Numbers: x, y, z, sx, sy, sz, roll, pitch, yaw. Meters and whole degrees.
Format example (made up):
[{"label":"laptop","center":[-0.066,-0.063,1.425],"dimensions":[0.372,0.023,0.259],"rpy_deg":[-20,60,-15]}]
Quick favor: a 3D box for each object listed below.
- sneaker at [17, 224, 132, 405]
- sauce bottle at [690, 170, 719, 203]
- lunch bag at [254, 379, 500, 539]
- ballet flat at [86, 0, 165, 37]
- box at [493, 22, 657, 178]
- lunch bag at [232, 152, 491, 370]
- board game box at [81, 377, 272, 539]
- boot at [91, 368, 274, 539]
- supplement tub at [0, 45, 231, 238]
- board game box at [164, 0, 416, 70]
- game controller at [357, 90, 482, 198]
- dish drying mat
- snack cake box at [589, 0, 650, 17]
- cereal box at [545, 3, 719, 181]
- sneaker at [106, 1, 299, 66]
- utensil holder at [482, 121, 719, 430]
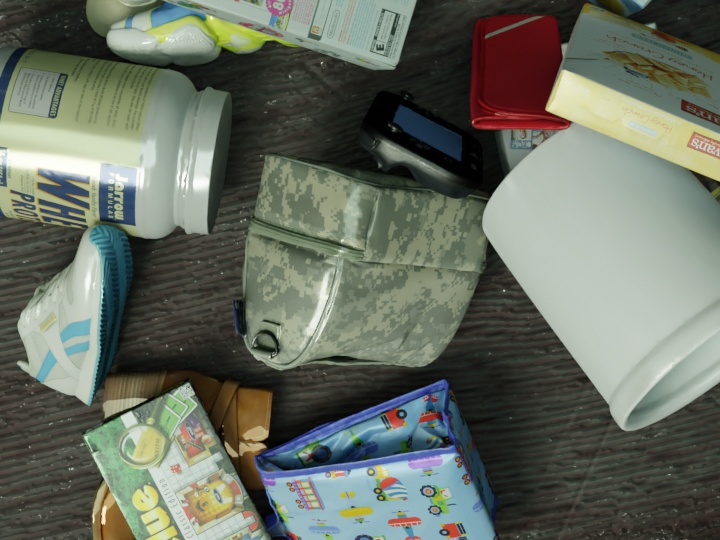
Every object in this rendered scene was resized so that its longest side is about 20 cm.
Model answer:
[{"label":"sneaker","center":[-0.246,0.036,1.062],"dimensions":[0.081,0.077,0.200],"rpy_deg":[22,132,-1]},{"label":"sauce bottle","center":[0.282,-0.046,1.065],"dimensions":[0.066,0.066,0.200],"rpy_deg":[-15,96,1]},{"label":"lunch bag","center":[0.010,0.206,1.101],"dimensions":[0.200,0.094,0.151],"rpy_deg":[-18,122,10]},{"label":"ballet flat","center":[-0.166,-0.282,1.075],"dimensions":[0.069,0.069,0.200],"rpy_deg":[44,94,-4]},{"label":"box","center":[0.204,-0.104,1.109],"dimensions":[0.156,0.041,0.200],"rpy_deg":[-14,95,0]},{"label":"lunch bag","center":[0.000,0.000,1.037],"dimensions":[0.139,0.200,0.168],"rpy_deg":[15,96,42]},{"label":"board game box","center":[-0.149,0.205,1.082],"dimensions":[0.105,0.023,0.200],"rpy_deg":[-27,98,-3]},{"label":"boot","center":[-0.158,0.189,1.127],"dimensions":[0.155,0.077,0.200],"rpy_deg":[6,88,-5]},{"label":"supplement tub","center":[-0.217,-0.105,1.052],"dimensions":[0.200,0.145,0.145],"rpy_deg":[8,96,-1]},{"label":"board game box","center":[-0.049,-0.262,1.014],"dimensions":[0.200,0.064,0.148],"rpy_deg":[16,94,-17]},{"label":"game controller","center":[0.053,-0.107,1.030],"dimensions":[0.104,0.200,0.042],"rpy_deg":[19,108,-1]},{"label":"dish drying mat","center":[0.129,-0.167,1.027],"dimensions":[0.077,0.200,0.018],"rpy_deg":[2,123,5]},{"label":"snack cake box","center":[0.176,-0.305,1.052],"dimensions":[0.200,0.115,0.067],"rpy_deg":[43,94,-4]},{"label":"cereal box","center":[0.228,-0.146,0.982],"dimensions":[0.144,0.200,0.040],"rpy_deg":[22,119,3]},{"label":"sneaker","center":[-0.123,-0.238,1.078],"dimensions":[0.200,0.076,0.105],"rpy_deg":[-8,86,-15]},{"label":"utensil holder","center":[0.214,-0.004,0.981],"dimensions":[0.170,0.170,0.200],"rpy_deg":[-36,68,3]}]
